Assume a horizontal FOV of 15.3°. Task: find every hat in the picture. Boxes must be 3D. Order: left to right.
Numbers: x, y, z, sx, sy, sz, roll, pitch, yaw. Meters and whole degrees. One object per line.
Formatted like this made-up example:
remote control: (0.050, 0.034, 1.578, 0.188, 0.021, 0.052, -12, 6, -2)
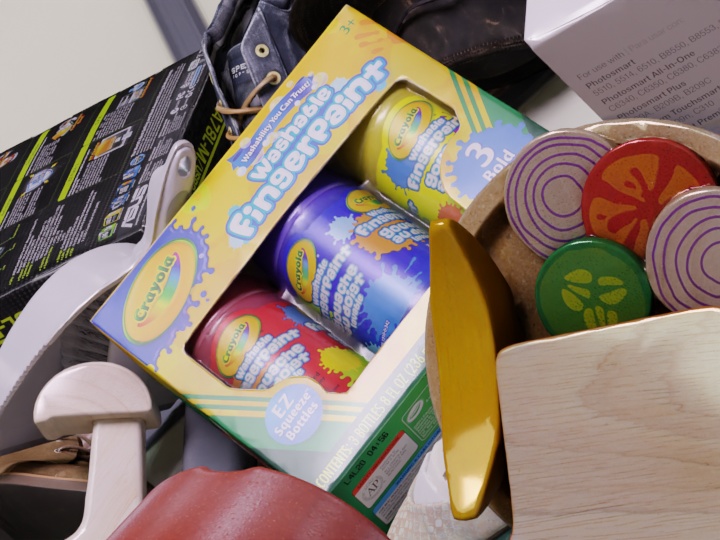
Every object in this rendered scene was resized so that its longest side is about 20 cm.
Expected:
hat: (0.068, -0.139, 1.364, 0.201, 0.201, 0.081, -34, 74, 21)

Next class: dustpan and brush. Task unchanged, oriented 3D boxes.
dustpan and brush: (-0.115, 0.014, 1.327, 0.057, 0.140, 0.200, 38, 129, 38)

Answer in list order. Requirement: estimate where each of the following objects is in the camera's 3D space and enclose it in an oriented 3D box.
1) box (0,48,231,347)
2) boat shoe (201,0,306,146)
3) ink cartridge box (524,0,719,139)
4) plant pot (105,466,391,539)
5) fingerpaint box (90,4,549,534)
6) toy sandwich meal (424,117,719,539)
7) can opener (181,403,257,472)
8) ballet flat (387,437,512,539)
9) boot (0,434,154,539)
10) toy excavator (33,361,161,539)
box: (-0.164, -0.030, 1.538, 0.193, 0.048, 0.200, -27, 26, 27)
boat shoe: (-0.049, -0.077, 1.446, 0.071, 0.091, 0.200, -27, 37, 31)
ink cartridge box: (0.164, -0.117, 1.124, 0.125, 0.200, 0.129, -28, 37, 29)
plant pot: (-0.070, 0.193, 1.072, 0.201, 0.201, 0.195, -20, 22, 38)
fingerpaint box: (0.000, 0.000, 1.260, 0.167, 0.073, 0.200, 36, 84, 34)
toy sandwich meal: (0.102, 0.038, 1.073, 0.205, 0.070, 0.205, 0, 90, 26)
can opener: (-0.051, 0.125, 1.282, 0.067, 0.053, 0.200, -6, 41, 4)
ballet flat: (0.076, 0.067, 1.158, 0.200, 0.062, 0.067, -34, 15, 19)
boot: (-0.157, 0.109, 1.401, 0.200, 0.074, 0.075, -4, 42, 52)
toy excavator: (-0.156, 0.166, 1.272, 0.200, 0.100, 0.195, -28, 72, -6)
